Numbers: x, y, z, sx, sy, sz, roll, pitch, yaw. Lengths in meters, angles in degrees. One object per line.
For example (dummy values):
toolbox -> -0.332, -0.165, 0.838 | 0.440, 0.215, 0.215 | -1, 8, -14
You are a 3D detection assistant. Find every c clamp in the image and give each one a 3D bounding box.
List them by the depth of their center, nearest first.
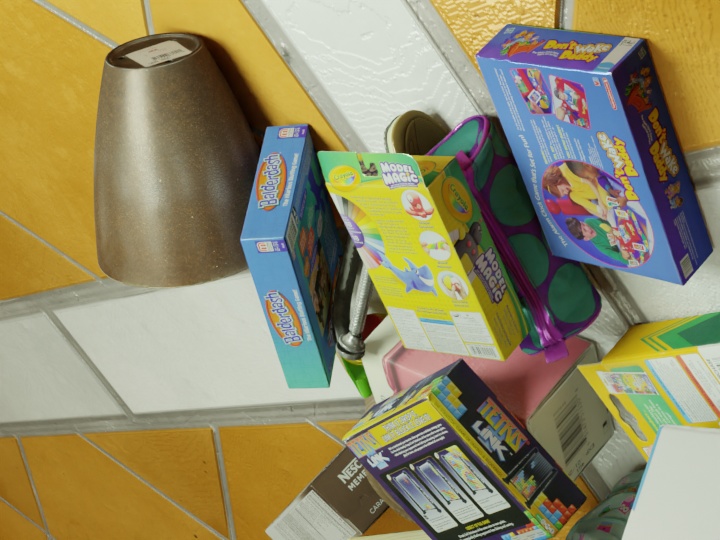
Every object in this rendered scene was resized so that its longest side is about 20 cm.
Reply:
c clamp -> 0.000, 0.000, 1.694 | 0.171, 0.027, 0.201 | -103, 23, -53

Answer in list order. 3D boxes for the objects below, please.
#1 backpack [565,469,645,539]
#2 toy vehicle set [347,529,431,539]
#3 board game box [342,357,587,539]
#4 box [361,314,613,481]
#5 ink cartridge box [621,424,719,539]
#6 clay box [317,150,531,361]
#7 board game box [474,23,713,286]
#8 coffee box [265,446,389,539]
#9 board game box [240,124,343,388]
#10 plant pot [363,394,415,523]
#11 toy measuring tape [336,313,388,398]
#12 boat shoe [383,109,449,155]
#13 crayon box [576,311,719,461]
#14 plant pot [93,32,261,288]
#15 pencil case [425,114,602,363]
backpack -> 0.251, 0.277, 1.758 | 0.166, 0.127, 0.200 | 28, 149, 7
toy vehicle set -> 0.059, 0.284, 1.963 | 0.200, 0.124, 0.027 | 48, -145, -80
board game box -> 0.088, 0.175, 1.680 | 0.165, 0.057, 0.200 | 49, 153, -3
box -> 0.116, 0.110, 1.733 | 0.199, 0.109, 0.128 | 22, 145, 37
ink cartridge box -> 0.325, 0.236, 1.503 | 0.146, 0.147, 0.200 | 2, 153, 45
clay box -> 0.051, -0.022, 1.521 | 0.115, 0.048, 0.201 | 6, 130, 44
board game box -> 0.180, -0.089, 1.445 | 0.134, 0.045, 0.200 | 15, 140, 44
coffee box -> -0.020, 0.256, 2.110 | 0.080, 0.114, 0.200 | 44, 151, 3
board game box -> -0.058, -0.011, 1.763 | 0.045, 0.153, 0.201 | -3, 134, 13
plant pot -> 0.069, 0.194, 1.929 | 0.200, 0.093, 0.201 | 32, 149, 22
toy measuring tape -> 0.001, 0.056, 1.873 | 0.200, 0.073, 0.074 | -123, 10, -49
boat shoe -> 0.069, -0.046, 1.623 | 0.065, 0.073, 0.201 | 0, 124, 55
crayon box -> 0.285, 0.101, 1.552 | 0.126, 0.052, 0.200 | 53, 151, -14
plant pot -> -0.176, -0.115, 1.783 | 0.186, 0.187, 0.201 | 18, 127, 41
pencil case -> 0.121, -0.026, 1.563 | 0.085, 0.093, 0.200 | -27, 113, 19
